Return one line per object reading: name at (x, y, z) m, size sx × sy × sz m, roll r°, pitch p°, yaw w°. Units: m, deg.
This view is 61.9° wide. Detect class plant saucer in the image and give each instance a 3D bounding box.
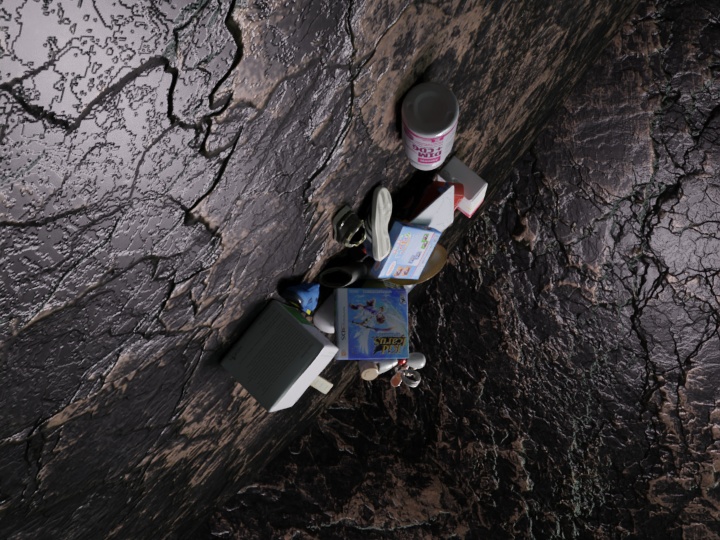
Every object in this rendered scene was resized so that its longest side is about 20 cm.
plant saucer at (0.221, -0.168, 1.776) m, size 0.198 × 0.037 × 0.202 m, roll -8°, pitch 134°, yaw -55°
plant saucer at (0.160, -0.036, 1.800) m, size 0.200 × 0.199 × 0.036 m, roll -44°, pitch 129°, yaw -24°

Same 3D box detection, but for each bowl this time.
bowl at (-0.057, 0.115, 1.904) m, size 0.200 × 0.074 × 0.200 m, roll -47°, pitch 167°, yaw -14°

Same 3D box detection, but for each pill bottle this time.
pill bottle at (0.140, -0.289, 1.241) m, size 0.114 × 0.113 × 0.200 m, roll -47°, pitch 169°, yaw -6°

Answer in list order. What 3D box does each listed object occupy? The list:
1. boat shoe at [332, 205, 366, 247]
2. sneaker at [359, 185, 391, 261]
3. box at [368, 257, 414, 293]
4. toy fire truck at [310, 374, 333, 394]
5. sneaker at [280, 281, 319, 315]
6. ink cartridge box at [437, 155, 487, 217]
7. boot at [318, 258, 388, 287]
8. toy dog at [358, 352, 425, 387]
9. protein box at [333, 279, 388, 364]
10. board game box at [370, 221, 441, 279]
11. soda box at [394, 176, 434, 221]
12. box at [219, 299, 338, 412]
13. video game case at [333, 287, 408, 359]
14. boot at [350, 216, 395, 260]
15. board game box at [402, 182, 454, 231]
boat shoe at (-0.021, -0.088, 1.409) m, size 0.072 × 0.060 × 0.202 m, roll -47°, pitch 168°, yaw -7°
sneaker at (0.025, -0.121, 1.485) m, size 0.075 × 0.084 × 0.203 m, roll -34°, pitch 137°, yaw -42°
box at (0.119, -0.017, 1.872) m, size 0.160 × 0.199 × 0.044 m, roll -43°, pitch 128°, yaw -24°
toy fire truck at (-0.193, 0.291, 1.627) m, size 0.177 × 0.200 × 0.128 m, roll -53°, pitch 167°, yaw 22°
sneaker at (-0.138, 0.052, 1.432) m, size 0.079 × 0.065 × 0.200 m, roll -59°, pitch 170°, yaw -7°
ink cartridge box at (0.328, -0.268, 1.943) m, size 0.084 × 0.145 × 0.200 m, roll -49°, pitch 169°, yaw -1°
boot at (0.001, 0.002, 1.622) m, size 0.179 × 0.074 × 0.200 m, roll -13°, pitch 175°, yaw 17°
toy dog at (0.070, 0.265, 1.636) m, size 0.133 × 0.197 × 0.097 m, roll -72°, pitch 179°, yaw -48°
protein box at (0.025, 0.147, 1.742) m, size 0.133 × 0.199 × 0.203 m, roll -18°, pitch 126°, yaw -15°
board game box at (0.126, -0.051, 1.619) m, size 0.199 × 0.036 × 0.153 m, roll 2°, pitch 119°, yaw -54°
soda box at (0.169, -0.180, 1.808) m, size 0.201 × 0.071 × 0.063 m, roll -50°, pitch 166°, yaw 6°
box at (-0.188, 0.205, 1.440) m, size 0.200 × 0.171 × 0.199 m, roll -48°, pitch 168°, yaw -2°
video game case at (0.029, 0.140, 1.575) m, size 0.196 × 0.185 × 0.045 m, roll 1°, pitch 173°, yaw -16°
boot at (0.072, -0.104, 1.682) m, size 0.165 × 0.066 × 0.199 m, roll -41°, pitch 168°, yaw 28°
board game box at (0.185, -0.132, 1.695) m, size 0.200 × 0.026 × 0.201 m, roll -42°, pitch 156°, yaw -12°
